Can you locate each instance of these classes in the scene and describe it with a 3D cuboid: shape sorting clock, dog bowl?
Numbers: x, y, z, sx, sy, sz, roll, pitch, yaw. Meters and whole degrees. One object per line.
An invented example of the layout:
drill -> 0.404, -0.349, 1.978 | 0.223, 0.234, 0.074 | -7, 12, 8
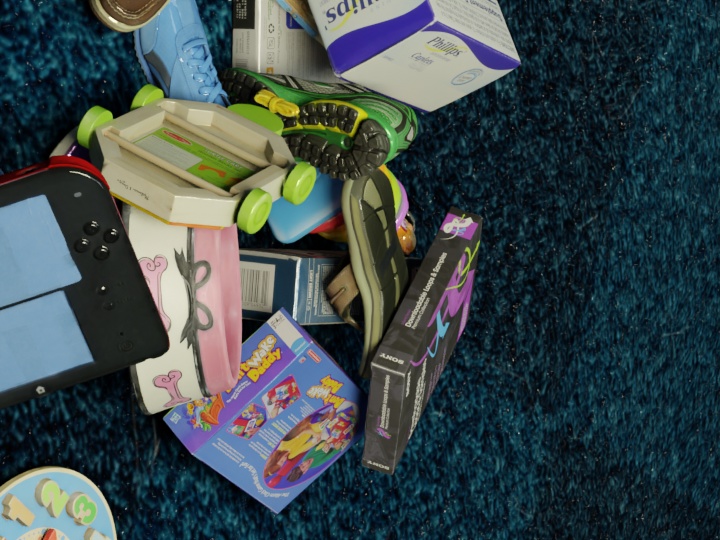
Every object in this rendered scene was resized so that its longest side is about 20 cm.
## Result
shape sorting clock -> -0.254, 0.251, 1.370 | 0.200, 0.039, 0.201 | -15, 109, -52
dog bowl -> -0.135, 0.011, 1.372 | 0.200, 0.074, 0.201 | -3, 90, -89

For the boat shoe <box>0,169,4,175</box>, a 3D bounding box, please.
boat shoe -> -0.302, -0.085, 1.216 | 0.200, 0.084, 0.069 | 75, 14, -58

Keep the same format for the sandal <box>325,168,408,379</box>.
sandal -> 0.000, -0.001, 1.485 | 0.080, 0.057, 0.201 | -57, 147, -52

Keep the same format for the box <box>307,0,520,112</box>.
box -> 0.028, -0.256, 1.513 | 0.184, 0.105, 0.201 | 11, 56, -62

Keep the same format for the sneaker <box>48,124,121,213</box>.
sneaker -> -0.203, -0.015, 1.350 | 0.081, 0.083, 0.201 | 19, 80, -55

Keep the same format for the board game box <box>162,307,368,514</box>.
board game box -> -0.069, 0.125, 1.511 | 0.134, 0.045, 0.200 | -42, 152, -2

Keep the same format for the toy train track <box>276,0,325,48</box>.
toy train track -> -0.065, -0.249, 1.485 | 0.200, 0.032, 0.115 | 43, 42, -30

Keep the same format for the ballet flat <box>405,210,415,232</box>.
ballet flat -> -0.007, -0.097, 1.629 | 0.200, 0.057, 0.067 | 50, 57, -47

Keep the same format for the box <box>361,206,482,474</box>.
box -> 0.055, 0.062, 1.556 | 0.143, 0.036, 0.200 | 94, 20, -48

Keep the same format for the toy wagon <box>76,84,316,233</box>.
toy wagon -> -0.111, -0.089, 1.332 | 0.200, 0.155, 0.040 | -35, 148, -56

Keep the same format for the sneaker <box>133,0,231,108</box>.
sneaker -> -0.131, -0.146, 1.431 | 0.066, 0.078, 0.201 | -25, 115, -47

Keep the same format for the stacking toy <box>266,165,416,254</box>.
stacking toy -> -0.001, -0.060, 1.571 | 0.200, 0.110, 0.116 | 36, 25, -52

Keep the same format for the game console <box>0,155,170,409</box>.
game console -> -0.250, 0.020, 1.229 | 0.031, 0.199, 0.177 | -109, -179, -59

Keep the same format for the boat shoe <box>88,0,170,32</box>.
boat shoe -> -0.147, -0.277, 1.368 | 0.075, 0.075, 0.203 | 33, 62, -22

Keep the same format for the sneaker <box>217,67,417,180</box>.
sneaker -> -0.042, -0.121, 1.454 | 0.085, 0.200, 0.078 | -22, 123, -49

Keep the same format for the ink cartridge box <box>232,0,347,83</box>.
ink cartridge box -> -0.039, -0.212, 1.581 | 0.200, 0.037, 0.095 | -8, 103, -51

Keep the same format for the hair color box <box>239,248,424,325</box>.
hair color box -> -0.035, 0.013, 1.577 | 0.200, 0.100, 0.061 | 1, 95, -55
